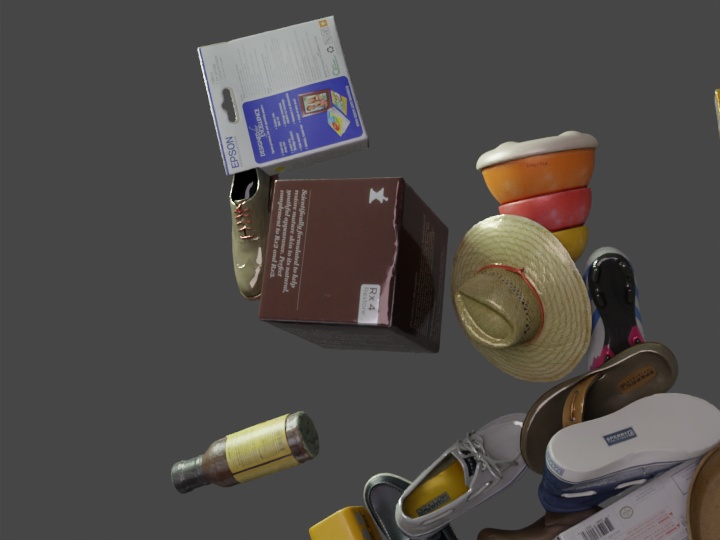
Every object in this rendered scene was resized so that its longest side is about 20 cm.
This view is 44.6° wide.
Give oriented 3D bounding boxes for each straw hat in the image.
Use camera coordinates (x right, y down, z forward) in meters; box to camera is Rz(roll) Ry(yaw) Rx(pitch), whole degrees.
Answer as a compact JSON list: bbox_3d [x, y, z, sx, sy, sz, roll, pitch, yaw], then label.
[{"bbox_3d":[0.155,0.043,0.987,0.198,0.084,0.206,16,114,41],"label":"straw hat"}]

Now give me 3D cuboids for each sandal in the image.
[{"bbox_3d":[0.252,0.150,0.939,0.199,0.054,0.081,-37,98,16],"label":"sandal"}]

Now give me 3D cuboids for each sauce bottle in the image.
[{"bbox_3d":[-0.150,0.237,1.121,0.196,0.065,0.066,-20,70,15],"label":"sauce bottle"}]

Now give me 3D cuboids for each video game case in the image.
[{"bbox_3d":[0.322,0.306,0.885,0.197,0.036,0.183,-25,68,-15],"label":"video game case"}]

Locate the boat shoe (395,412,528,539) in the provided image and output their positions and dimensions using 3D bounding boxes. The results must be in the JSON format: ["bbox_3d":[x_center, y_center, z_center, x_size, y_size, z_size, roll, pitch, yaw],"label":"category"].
[{"bbox_3d":[0.121,0.217,0.977,0.199,0.087,0.075,-31,62,-11],"label":"boat shoe"}]

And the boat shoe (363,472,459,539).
[{"bbox_3d":[0.073,0.314,1.015,0.075,0.062,0.200,-46,64,7],"label":"boat shoe"}]

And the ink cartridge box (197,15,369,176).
[{"bbox_3d":[-0.105,-0.234,1.199,0.195,0.047,0.202,-15,73,-2],"label":"ink cartridge box"}]

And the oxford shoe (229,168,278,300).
[{"bbox_3d":[-0.154,-0.063,1.190,0.069,0.075,0.205,-8,74,19],"label":"oxford shoe"}]

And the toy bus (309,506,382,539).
[{"bbox_3d":[0.015,0.380,1.012,0.064,0.078,0.203,-31,68,12],"label":"toy bus"}]

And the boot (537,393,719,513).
[{"bbox_3d":[0.275,0.190,0.906,0.195,0.092,0.074,-9,47,-11],"label":"boot"}]

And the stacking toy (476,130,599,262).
[{"bbox_3d":[0.218,-0.051,1.029,0.143,0.146,0.205,-8,91,19],"label":"stacking toy"}]

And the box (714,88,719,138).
[{"bbox_3d":[0.504,-0.158,0.973,0.195,0.041,0.122,-7,74,18],"label":"box"}]

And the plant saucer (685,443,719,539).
[{"bbox_3d":[0.414,0.263,0.873,0.195,0.036,0.204,2,63,-4],"label":"plant saucer"}]

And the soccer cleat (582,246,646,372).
[{"bbox_3d":[0.288,0.073,0.991,0.068,0.086,0.205,-4,98,10],"label":"soccer cleat"}]

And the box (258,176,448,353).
[{"bbox_3d":[0.000,0.000,1.046,0.160,0.200,0.170,2,77,22],"label":"box"}]

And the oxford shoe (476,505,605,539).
[{"bbox_3d":[0.220,0.283,0.963,0.195,0.073,0.086,-6,72,8],"label":"oxford shoe"}]
